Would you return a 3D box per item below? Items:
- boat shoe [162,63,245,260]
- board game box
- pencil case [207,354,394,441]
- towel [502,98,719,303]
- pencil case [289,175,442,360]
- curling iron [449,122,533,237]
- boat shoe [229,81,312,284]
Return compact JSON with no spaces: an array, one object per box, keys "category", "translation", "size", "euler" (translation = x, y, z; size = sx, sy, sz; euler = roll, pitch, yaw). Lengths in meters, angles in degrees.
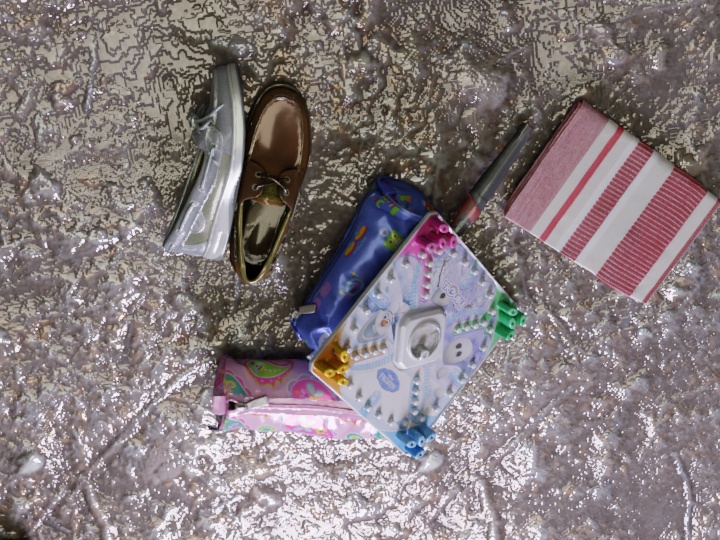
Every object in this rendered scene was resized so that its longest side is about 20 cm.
[{"category":"boat shoe","translation":[-0.151,-0.106,1.329],"size":[0.064,0.075,0.204],"euler":[6,119,-13]},{"category":"board game box","translation":[0.066,0.072,1.377],"size":[0.201,0.026,0.200],"euler":[-51,133,-6]},{"category":"pencil case","translation":[-0.061,0.136,1.432],"size":[0.197,0.088,0.089],"euler":[5,113,-8]},{"category":"towel","translation":[0.263,-0.069,1.412],"size":[0.199,0.023,0.145],"euler":[31,105,-18]},{"category":"pencil case","translation":[0.000,0.000,1.382],"size":[0.086,0.078,0.201],"euler":[20,110,-38]},{"category":"curling iron","translation":[0.112,-0.070,1.387],"size":[0.025,0.050,0.201],"euler":[31,101,-18]},{"category":"boat shoe","translation":[-0.087,-0.083,1.345],"size":[0.071,0.068,0.203],"euler":[7,112,-8]}]
